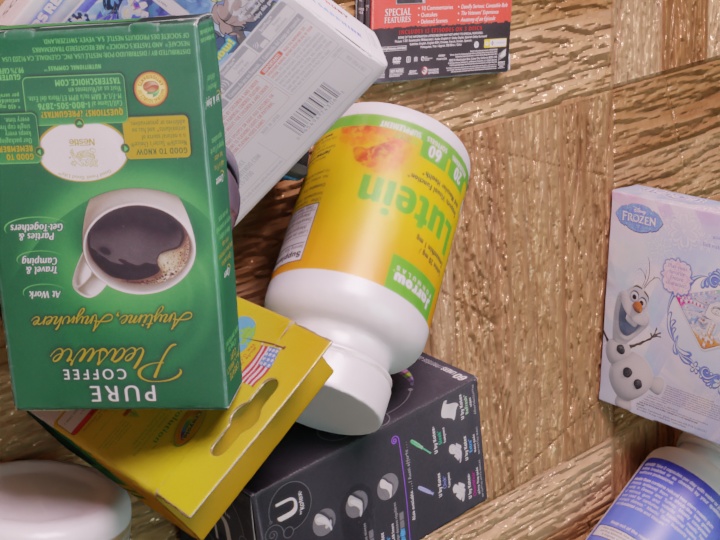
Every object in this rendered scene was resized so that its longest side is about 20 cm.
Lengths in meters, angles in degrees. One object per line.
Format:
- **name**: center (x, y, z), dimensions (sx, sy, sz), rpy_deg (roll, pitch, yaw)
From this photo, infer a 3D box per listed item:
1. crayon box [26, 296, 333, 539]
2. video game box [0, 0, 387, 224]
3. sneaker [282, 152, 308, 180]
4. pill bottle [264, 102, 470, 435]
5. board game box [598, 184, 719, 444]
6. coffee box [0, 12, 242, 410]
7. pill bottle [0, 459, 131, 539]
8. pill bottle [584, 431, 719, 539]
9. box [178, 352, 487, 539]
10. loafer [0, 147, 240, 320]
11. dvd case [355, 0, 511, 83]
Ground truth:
- **crayon box**: center (-0.104, 0.075, 0.753), dimensions (0.127, 0.199, 0.051), rpy_deg (-50, 128, -17)
- **video game box**: center (-0.117, -0.103, 0.714), dimensions (0.181, 0.047, 0.200), rpy_deg (31, 117, -35)
- **sneaker**: center (-0.090, -0.127, 0.792), dimensions (0.200, 0.073, 0.082), rpy_deg (40, 73, -42)
- **pill bottle**: center (0.000, 0.000, 0.841), dimensions (0.111, 0.110, 0.202), rpy_deg (41, 55, -40)
- **board game box**: center (0.299, 0.042, 1.088), dimensions (0.043, 0.199, 0.201), rpy_deg (-14, 112, -39)
- **coffee box**: center (-0.129, -0.027, 0.656), dimensions (0.121, 0.044, 0.202), rpy_deg (-3, 105, 7)
- **pill bottle**: center (-0.201, 0.228, 0.773), dimensions (0.115, 0.115, 0.202), rpy_deg (-6, 107, -39)
- **pill bottle**: center (0.295, 0.240, 1.201), dimensions (0.200, 0.112, 0.113), rpy_deg (-47, 127, -20)
- **box**: center (-0.022, 0.138, 0.894), dimensions (0.199, 0.122, 0.107), rpy_deg (-24, 117, -34)
- **loafer**: center (-0.160, -0.014, 0.707), dimensions (0.198, 0.063, 0.072), rpy_deg (-22, 132, 6)
- **dvd case**: center (0.057, -0.242, 0.920), dimensions (0.145, 0.022, 0.202), rpy_deg (-12, 111, -38)
